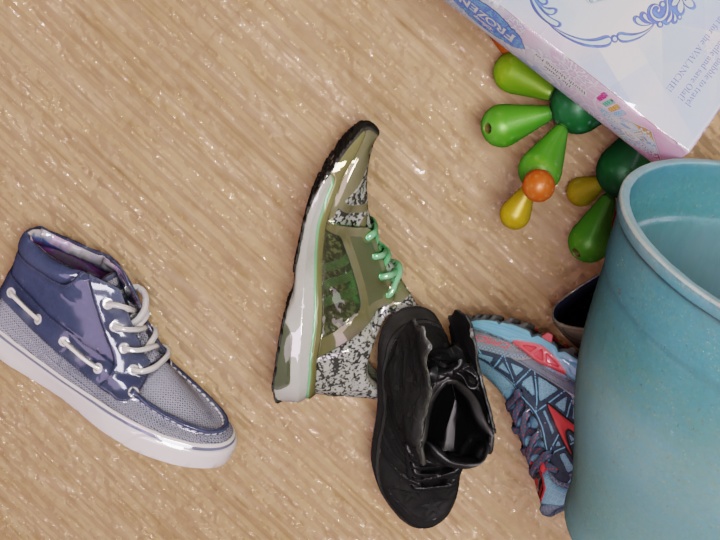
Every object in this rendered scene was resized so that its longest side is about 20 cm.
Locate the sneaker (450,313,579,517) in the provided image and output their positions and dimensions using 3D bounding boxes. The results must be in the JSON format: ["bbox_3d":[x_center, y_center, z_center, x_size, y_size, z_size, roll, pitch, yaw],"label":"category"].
[{"bbox_3d":[0.127,0.102,0.817,0.200,0.079,0.096,33,84,24],"label":"sneaker"}]

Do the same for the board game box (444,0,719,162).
[{"bbox_3d":[0.150,-0.194,0.732,0.199,0.043,0.200,38,76,2],"label":"board game box"}]

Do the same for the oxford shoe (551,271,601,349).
[{"bbox_3d":[0.202,0.003,0.777,0.075,0.071,0.200,25,132,-36],"label":"oxford shoe"}]

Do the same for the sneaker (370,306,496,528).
[{"bbox_3d":[0.046,0.102,0.832,0.060,0.104,0.201,-11,118,-13],"label":"sneaker"}]

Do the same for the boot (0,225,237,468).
[{"bbox_3d":[-0.163,0.053,0.904,0.199,0.073,0.091,28,115,5],"label":"boot"}]

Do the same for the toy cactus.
[{"bbox_3d":[0.152,-0.108,0.789,0.164,0.102,0.201,-11,93,6],"label":"toy cactus"}]

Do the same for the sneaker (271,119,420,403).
[{"bbox_3d":[0.000,0.000,0.863,0.088,0.077,0.201,11,113,-3],"label":"sneaker"}]

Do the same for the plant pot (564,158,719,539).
[{"bbox_3d":[0.193,0.073,0.670,0.199,0.200,0.189,21,119,7],"label":"plant pot"}]
